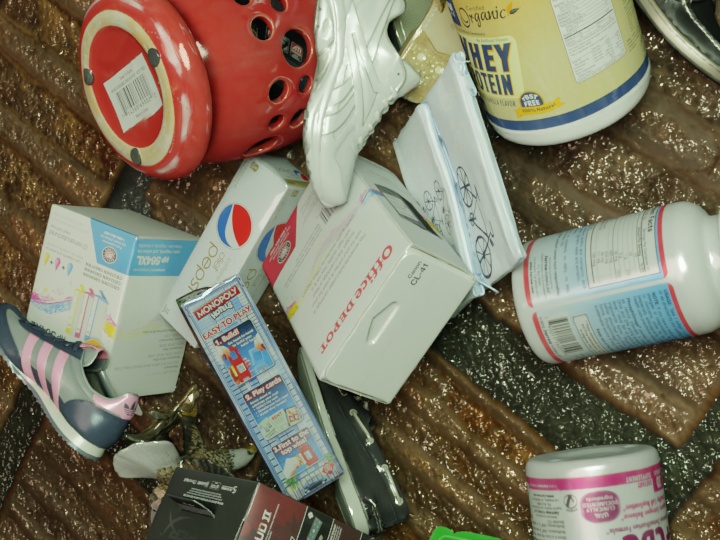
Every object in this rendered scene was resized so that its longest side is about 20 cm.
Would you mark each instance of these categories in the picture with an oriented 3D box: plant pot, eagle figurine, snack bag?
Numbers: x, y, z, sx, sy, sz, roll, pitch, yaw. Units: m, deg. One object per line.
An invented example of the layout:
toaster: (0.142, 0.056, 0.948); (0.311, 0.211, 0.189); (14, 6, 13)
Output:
plant pot: (-0.147, -0.195, 1.050); (0.199, 0.182, 0.203); (23, 125, 38)
eagle figurine: (-0.142, 0.220, 1.135); (0.150, 0.152, 0.201); (-32, 77, -15)
snack bag: (0.082, -0.066, 0.998); (0.021, 0.200, 0.191); (-13, 80, -15)

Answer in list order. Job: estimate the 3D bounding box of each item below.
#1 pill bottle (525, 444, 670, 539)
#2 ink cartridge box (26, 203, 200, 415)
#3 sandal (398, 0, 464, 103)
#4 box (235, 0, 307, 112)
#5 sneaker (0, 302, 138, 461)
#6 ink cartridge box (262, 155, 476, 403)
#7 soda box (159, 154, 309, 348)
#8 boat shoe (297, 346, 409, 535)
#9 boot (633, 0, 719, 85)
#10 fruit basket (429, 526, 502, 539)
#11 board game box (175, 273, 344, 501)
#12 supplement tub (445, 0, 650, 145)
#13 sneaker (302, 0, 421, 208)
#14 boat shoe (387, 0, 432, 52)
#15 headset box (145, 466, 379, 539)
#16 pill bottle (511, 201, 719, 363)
pill bottle: (0.205, 0.252, 0.944); (0.112, 0.113, 0.203); (-10, 85, 30)
ink cartridge box: (-0.265, 0.045, 1.213); (0.127, 0.125, 0.202); (19, 99, 29)
sandal: (0.097, -0.245, 1.012); (0.077, 0.070, 0.213); (26, 96, -13)
box: (-0.059, -0.264, 1.092); (0.199, 0.049, 0.200); (38, 134, 28)
sneaker: (-0.293, 0.090, 1.130); (0.082, 0.070, 0.200); (-45, 72, 4)
ink cartridge box: (0.000, 0.000, 1.034); (0.148, 0.085, 0.200); (-56, 35, 17)
soda box: (-0.123, -0.019, 1.164); (0.064, 0.068, 0.201); (39, 108, 25)
boat shoe: (-0.011, 0.159, 1.101); (0.060, 0.074, 0.201); (-15, 59, -13)
boot: (0.290, -0.265, 0.926); (0.150, 0.073, 0.201); (-40, 66, 24)
fruit basket: (0.088, 0.355, 0.991); (0.154, 0.215, 0.219); (4, 92, 30)
board game box: (-0.108, 0.084, 1.058); (0.061, 0.200, 0.201); (-28, 115, -10)
supplement tub: (0.144, -0.220, 0.920); (0.143, 0.145, 0.201); (-7, 123, 30)
sneaker: (0.002, -0.152, 0.986); (0.098, 0.078, 0.203); (6, 99, -2)
boat shoe: (0.039, -0.274, 1.084); (0.067, 0.071, 0.202); (-20, 85, 65)
headset box: (-0.078, 0.238, 0.982); (0.148, 0.199, 0.076); (-5, 58, 54)
pill bottle: (0.233, 0.007, 0.932); (0.198, 0.108, 0.110); (-14, 83, 29)
